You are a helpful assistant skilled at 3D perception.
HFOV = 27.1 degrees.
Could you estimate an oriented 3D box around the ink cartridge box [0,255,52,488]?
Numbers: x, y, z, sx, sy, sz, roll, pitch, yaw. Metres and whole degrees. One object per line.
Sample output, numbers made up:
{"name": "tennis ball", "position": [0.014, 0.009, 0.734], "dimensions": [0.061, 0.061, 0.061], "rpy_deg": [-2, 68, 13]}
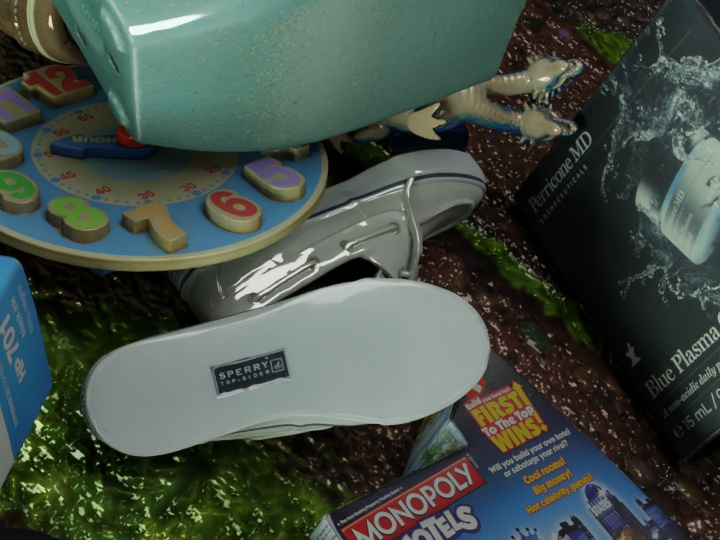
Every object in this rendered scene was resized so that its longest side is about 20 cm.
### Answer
{"name": "ink cartridge box", "position": [-0.227, 0.080, 0.575], "dimensions": [0.145, 0.086, 0.201], "rpy_deg": [10, 45, 9]}

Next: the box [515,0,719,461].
{"name": "box", "position": [0.220, -0.032, 0.860], "dimensions": [0.117, 0.197, 0.201], "rpy_deg": [-14, 63, -35]}

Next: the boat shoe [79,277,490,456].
{"name": "boat shoe", "position": [-0.038, 0.044, 0.726], "dimensions": [0.198, 0.065, 0.074], "rpy_deg": [-4, 89, -16]}

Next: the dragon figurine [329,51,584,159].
{"name": "dragon figurine", "position": [0.030, -0.094, 0.876], "dimensions": [0.099, 0.199, 0.059], "rpy_deg": [6, 81, -59]}

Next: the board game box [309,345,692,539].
{"name": "board game box", "position": [0.070, 0.140, 0.739], "dimensions": [0.199, 0.062, 0.200], "rpy_deg": [-18, 63, -41]}

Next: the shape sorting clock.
{"name": "shape sorting clock", "position": [-0.115, -0.061, 0.770], "dimensions": [0.198, 0.039, 0.200], "rpy_deg": [2, 32, -1]}

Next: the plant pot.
{"name": "plant pot", "position": [-0.049, -0.167, 0.713], "dimensions": [0.199, 0.196, 0.196], "rpy_deg": [-29, 77, -15]}

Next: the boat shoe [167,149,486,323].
{"name": "boat shoe", "position": [0.001, -0.002, 0.807], "dimensions": [0.201, 0.075, 0.086], "rpy_deg": [-18, 66, -35]}

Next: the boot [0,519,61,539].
{"name": "boot", "position": [-0.094, 0.192, 0.599], "dimensions": [0.167, 0.077, 0.201], "rpy_deg": [12, 45, -17]}

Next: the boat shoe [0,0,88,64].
{"name": "boat shoe", "position": [-0.123, -0.162, 0.857], "dimensions": [0.074, 0.075, 0.202], "rpy_deg": [12, 17, 37]}
